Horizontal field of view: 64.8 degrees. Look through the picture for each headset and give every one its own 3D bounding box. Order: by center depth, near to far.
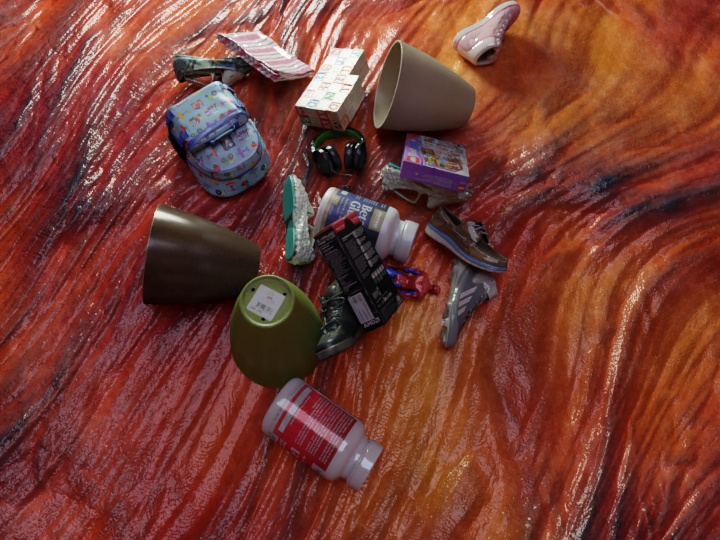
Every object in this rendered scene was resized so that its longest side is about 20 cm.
[{"bbox_3d":[-0.041,-0.234,1.250,0.121,0.095,0.202,-10,51,-3],"label":"headset"}]

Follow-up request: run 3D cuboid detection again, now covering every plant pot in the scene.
[{"bbox_3d":[-0.155,0.093,1.015,0.184,0.201,0.190,1,66,-3],"label":"plant pot"},{"bbox_3d":[-0.295,-0.015,1.084,0.197,0.187,0.190,9,65,-14],"label":"plant pot"},{"bbox_3d":[0.150,-0.391,1.271,0.197,0.188,0.190,10,65,-14],"label":"plant pot"}]

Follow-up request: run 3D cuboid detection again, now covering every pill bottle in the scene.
[{"bbox_3d":[-0.063,0.285,0.981,0.198,0.113,0.113,32,68,11],"label":"pill bottle"},{"bbox_3d":[0.014,-0.086,1.151,0.197,0.111,0.112,19,66,6],"label":"pill bottle"}]

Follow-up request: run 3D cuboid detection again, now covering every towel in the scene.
[{"bbox_3d":[-0.220,-0.512,1.336,0.199,0.030,0.146,39,37,13],"label":"towel"}]

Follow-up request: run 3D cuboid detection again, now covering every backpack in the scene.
[{"bbox_3d":[-0.295,-0.269,1.207,0.181,0.135,0.201,-32,74,-15],"label":"backpack"}]

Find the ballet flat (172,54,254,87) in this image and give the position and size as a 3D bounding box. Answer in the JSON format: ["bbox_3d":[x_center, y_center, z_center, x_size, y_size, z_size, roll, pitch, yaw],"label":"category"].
[{"bbox_3d":[-0.338,-0.464,1.335,0.196,0.074,0.075,-1,66,-4],"label":"ballet flat"}]

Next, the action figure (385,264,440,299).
[{"bbox_3d":[0.067,0.018,1.142,0.197,0.052,0.066,13,71,-2],"label":"action figure"}]

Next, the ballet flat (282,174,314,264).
[{"bbox_3d":[-0.127,-0.101,1.186,0.070,0.072,0.203,-2,68,-4],"label":"ballet flat"}]

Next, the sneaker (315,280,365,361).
[{"bbox_3d":[-0.048,0.087,1.022,0.075,0.199,0.115,-25,96,24],"label":"sneaker"}]

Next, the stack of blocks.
[{"bbox_3d":[-0.050,-0.419,1.303,0.114,0.059,0.202,14,63,26],"label":"stack of blocks"}]

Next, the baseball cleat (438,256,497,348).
[{"bbox_3d":[0.216,0.062,1.118,0.105,0.070,0.203,12,67,3],"label":"baseball cleat"}]

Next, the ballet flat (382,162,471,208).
[{"bbox_3d":[0.138,-0.172,1.222,0.197,0.072,0.073,20,66,8],"label":"ballet flat"}]

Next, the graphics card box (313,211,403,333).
[{"bbox_3d":[0.000,0.000,1.046,0.050,0.125,0.202,-27,96,25],"label":"graphics card box"}]

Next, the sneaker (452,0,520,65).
[{"bbox_3d":[0.335,-0.578,1.405,0.199,0.076,0.105,-33,67,-8],"label":"sneaker"}]

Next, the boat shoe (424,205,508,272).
[{"bbox_3d":[0.216,-0.065,1.137,0.199,0.073,0.072,34,24,30],"label":"boat shoe"}]

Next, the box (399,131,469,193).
[{"bbox_3d":[0.156,-0.233,1.202,0.135,0.040,0.201,14,31,0],"label":"box"}]
